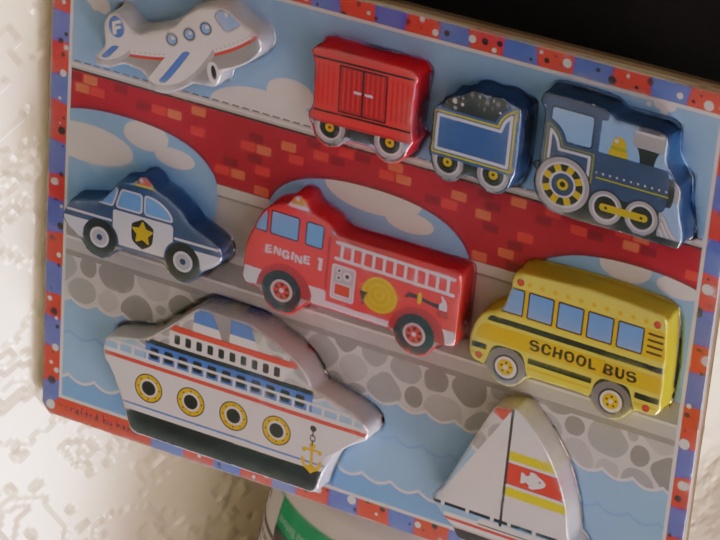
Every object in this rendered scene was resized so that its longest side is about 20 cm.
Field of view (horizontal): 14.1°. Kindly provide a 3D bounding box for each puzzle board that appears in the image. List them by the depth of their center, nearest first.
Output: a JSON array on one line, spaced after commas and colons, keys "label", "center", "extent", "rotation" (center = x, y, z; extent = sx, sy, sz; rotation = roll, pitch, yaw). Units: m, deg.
[{"label": "puzzle board", "center": [0.000, 0.000, 0.775], "extent": [0.017, 0.199, 0.151], "rotation": [-36, 137, -54]}]

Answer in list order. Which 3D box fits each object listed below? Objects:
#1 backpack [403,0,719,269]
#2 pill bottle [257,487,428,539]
[{"label": "backpack", "center": [0.093, -0.078, 0.786], "extent": [0.154, 0.190, 0.201], "rotation": [-16, 124, -45]}, {"label": "pill bottle", "center": [0.009, 0.150, 0.903], "extent": [0.113, 0.113, 0.201], "rotation": [1, 114, -33]}]
